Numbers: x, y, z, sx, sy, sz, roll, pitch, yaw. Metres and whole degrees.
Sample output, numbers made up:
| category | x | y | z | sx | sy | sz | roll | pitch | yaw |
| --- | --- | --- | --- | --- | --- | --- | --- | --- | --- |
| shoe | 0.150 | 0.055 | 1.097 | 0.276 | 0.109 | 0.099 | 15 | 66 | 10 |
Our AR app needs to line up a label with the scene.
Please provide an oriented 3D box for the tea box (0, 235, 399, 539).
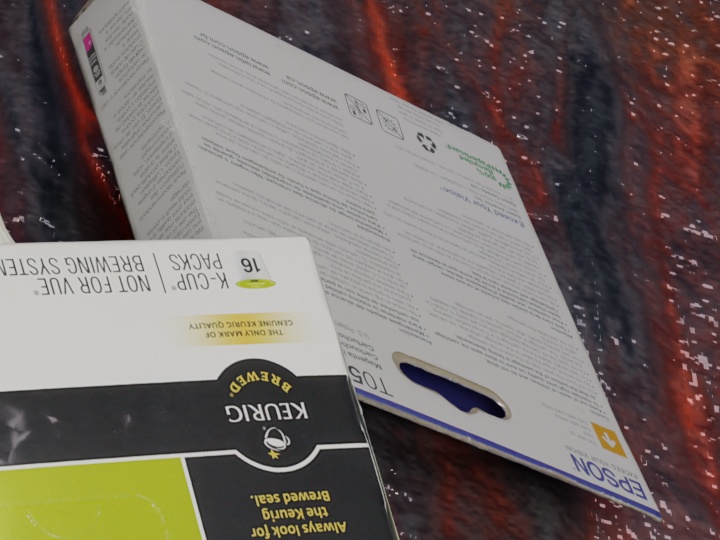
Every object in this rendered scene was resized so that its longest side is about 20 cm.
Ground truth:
| category | x | y | z | sx | sy | sz | roll | pitch | yaw |
| --- | --- | --- | --- | --- | --- | --- | --- | --- | --- |
| tea box | -0.099 | 0.107 | 0.735 | 0.199 | 0.134 | 0.197 | -1 | 62 | -30 |

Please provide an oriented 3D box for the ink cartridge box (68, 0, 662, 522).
| category | x | y | z | sx | sy | sz | roll | pitch | yaw |
| --- | --- | --- | --- | --- | --- | --- | --- | --- | --- |
| ink cartridge box | 0.000 | 0.000 | 0.972 | 0.196 | 0.043 | 0.200 | 24 | 33 | -38 |

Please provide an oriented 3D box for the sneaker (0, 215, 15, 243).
| category | x | y | z | sx | sy | sz | roll | pitch | yaw |
| --- | --- | --- | --- | --- | --- | --- | --- | --- | --- |
| sneaker | -0.122 | 0.037 | 0.902 | 0.200 | 0.076 | 0.088 | 35 | 59 | 10 |
